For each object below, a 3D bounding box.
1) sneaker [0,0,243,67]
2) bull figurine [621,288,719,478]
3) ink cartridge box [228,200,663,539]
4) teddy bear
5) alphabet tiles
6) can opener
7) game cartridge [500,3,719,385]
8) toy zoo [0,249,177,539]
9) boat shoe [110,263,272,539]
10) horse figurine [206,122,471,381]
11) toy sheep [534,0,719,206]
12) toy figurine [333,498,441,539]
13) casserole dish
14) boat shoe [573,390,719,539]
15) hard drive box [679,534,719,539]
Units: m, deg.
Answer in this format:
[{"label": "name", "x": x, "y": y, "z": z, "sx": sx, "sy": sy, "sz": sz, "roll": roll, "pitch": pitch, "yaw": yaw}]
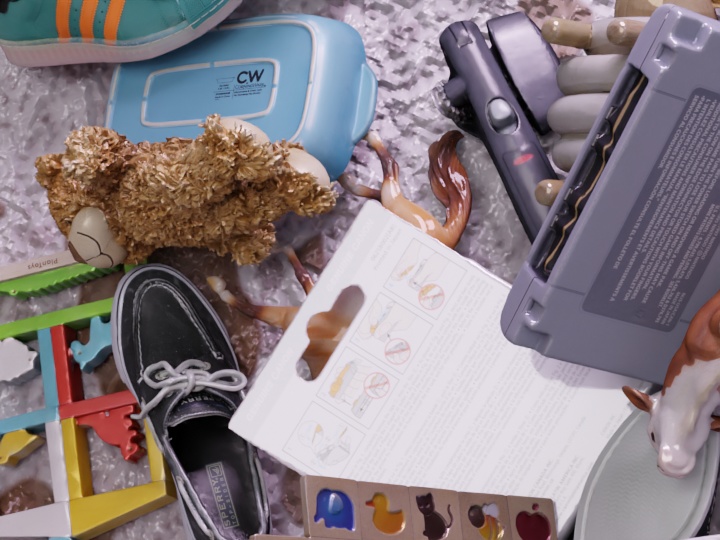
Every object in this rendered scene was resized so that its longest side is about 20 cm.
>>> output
[{"label": "sneaker", "x": -0.162, "y": -0.179, "z": 1.445, "sx": 0.199, "sy": 0.080, "sz": 0.071, "roll": -6, "pitch": 40, "yaw": 33}, {"label": "bull figurine", "x": 0.222, "y": 0.025, "z": 1.224, "sx": 0.065, "sy": 0.121, "sz": 0.200, "roll": 45, "pitch": 79, "yaw": -1}, {"label": "ink cartridge box", "x": 0.051, "y": 0.078, "z": 1.341, "sx": 0.200, "sy": 0.057, "sz": 0.163, "roll": 31, "pitch": 88, "yaw": 17}, {"label": "teddy bear", "x": -0.108, "y": -0.041, "z": 1.358, "sx": 0.199, "sy": 0.145, "sz": 0.067, "roll": -3, "pitch": 72, "yaw": 23}, {"label": "alphabet tiles", "x": 0.031, "y": 0.193, "z": 1.210, "sx": 0.008, "sy": 0.199, "sz": 0.168, "roll": -31, "pitch": 57, "yaw": 50}, {"label": "can opener", "x": 0.099, "y": -0.062, "z": 1.367, "sx": 0.078, "sy": 0.063, "sz": 0.201, "roll": -24, "pitch": 70, "yaw": 10}, {"label": "game cartridge", "x": 0.171, "y": -0.035, "z": 1.244, "sx": 0.200, "sy": 0.133, "sz": 0.040, "roll": -64, "pitch": 30, "yaw": 18}, {"label": "toy zoo", "x": -0.184, "y": 0.088, "z": 1.444, "sx": 0.131, "sy": 0.020, "sz": 0.201, "roll": -14, "pitch": 72, "yaw": 14}, {"label": "boat shoe", "x": -0.100, "y": 0.082, "z": 1.381, "sx": 0.073, "sy": 0.068, "sz": 0.200, "roll": -11, "pitch": 72, "yaw": -11}, {"label": "horse figurine", "x": 0.000, "y": 0.000, "z": 1.392, "sx": 0.200, "sy": 0.050, "sz": 0.133, "roll": -45, "pitch": 60, "yaw": 6}, {"label": "toy sheep", "x": 0.165, "y": -0.079, "z": 1.314, "sx": 0.137, "sy": 0.138, "sz": 0.201, "roll": 7, "pitch": 94, "yaw": 20}, {"label": "toy figurine", "x": -0.045, "y": 0.215, "z": 1.282, "sx": 0.184, "sy": 0.200, "sz": 0.151, "roll": -16, "pitch": 84, "yaw": 47}, {"label": "casserole dish", "x": -0.084, "y": -0.102, "z": 1.431, "sx": 0.199, "sy": 0.039, "sz": 0.122, "roll": -2, "pitch": 70, "yaw": 29}, {"label": "boat shoe", "x": 0.155, "y": 0.165, "z": 1.291, "sx": 0.075, "sy": 0.060, "sz": 0.201, "roll": 21, "pitch": 85, "yaw": 34}, {"label": "hard drive box", "x": 0.274, "y": 0.173, "z": 1.198, "sx": 0.199, "sy": 0.156, "sz": 0.077, "roll": -11, "pitch": 73, "yaw": 16}]
